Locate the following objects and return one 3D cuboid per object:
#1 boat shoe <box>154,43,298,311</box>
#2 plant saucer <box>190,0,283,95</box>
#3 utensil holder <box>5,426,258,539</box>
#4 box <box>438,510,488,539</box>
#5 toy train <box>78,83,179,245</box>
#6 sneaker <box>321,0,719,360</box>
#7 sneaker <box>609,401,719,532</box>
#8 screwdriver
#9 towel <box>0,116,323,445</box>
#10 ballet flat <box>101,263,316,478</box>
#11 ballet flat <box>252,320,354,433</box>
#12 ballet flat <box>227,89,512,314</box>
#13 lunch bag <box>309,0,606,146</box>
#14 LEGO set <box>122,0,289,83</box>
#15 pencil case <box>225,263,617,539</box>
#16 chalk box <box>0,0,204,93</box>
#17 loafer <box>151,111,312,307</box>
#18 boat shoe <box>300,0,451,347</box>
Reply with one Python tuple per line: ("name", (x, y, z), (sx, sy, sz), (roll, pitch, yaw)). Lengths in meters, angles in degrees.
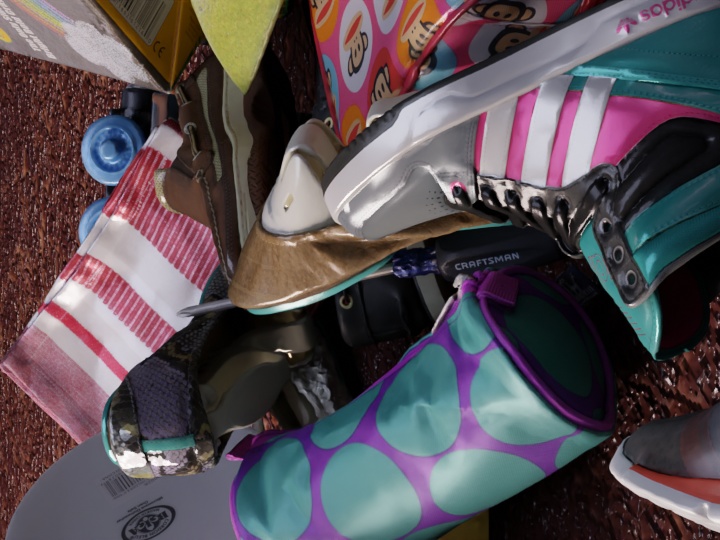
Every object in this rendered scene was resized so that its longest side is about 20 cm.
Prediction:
("boat shoe", (-0.071, -0.044, 0.885), (0.203, 0.074, 0.075), (-96, -20, -52))
("plant saucer", (-0.038, -0.228, 0.845), (0.200, 0.047, 0.202), (118, 167, -51))
("utensil holder", (-0.092, 0.205, 0.932), (0.170, 0.169, 0.202), (49, 161, 52))
("box", (0.028, 0.192, 0.862), (0.075, 0.050, 0.203), (7, 102, 45))
("toy train", (-0.125, -0.023, 1.105), (0.087, 0.113, 0.203), (-10, -76, -79))
("sneaker", (0.082, -0.020, 0.621), (0.199, 0.083, 0.122), (-24, 76, 30))
("sneaker", (0.161, 0.056, 0.560), (0.200, 0.076, 0.083), (-4, 64, 65))
("screwdriver", (0.000, 0.000, 0.772), (0.029, 0.198, 0.028), (58, -152, -54))
("towel", (-0.115, 0.030, 0.978), (0.144, 0.023, 0.201), (41, 109, 12))
("ballet flat", (-0.060, 0.044, 0.847), (0.201, 0.071, 0.073), (-54, -25, -59))
("ballet flat", (-0.025, 0.105, 0.966), (0.201, 0.071, 0.072), (-122, 35, -44))
("ballet flat", (0.012, -0.040, 0.727), (0.198, 0.073, 0.068), (-16, 36, 28))
("lunch bag", (0.034, -0.158, 0.757), (0.200, 0.081, 0.178), (129, 132, -58))
("LEGO set", (-0.128, -0.228, 1.061), (0.153, 0.115, 0.203), (175, 90, -66))
("pencil case", (0.025, 0.075, 0.753), (0.200, 0.085, 0.093), (-39, 89, 37))
("chalk box", (-0.180, -0.202, 0.955), (0.198, 0.125, 0.125), (18, 71, 33))
("loafer", (-0.089, -0.019, 1.001), (0.201, 0.072, 0.073), (-54, 17, 18))
("boat shoe", (-0.005, -0.060, 0.866), (0.074, 0.062, 0.204), (44, -149, -69))
